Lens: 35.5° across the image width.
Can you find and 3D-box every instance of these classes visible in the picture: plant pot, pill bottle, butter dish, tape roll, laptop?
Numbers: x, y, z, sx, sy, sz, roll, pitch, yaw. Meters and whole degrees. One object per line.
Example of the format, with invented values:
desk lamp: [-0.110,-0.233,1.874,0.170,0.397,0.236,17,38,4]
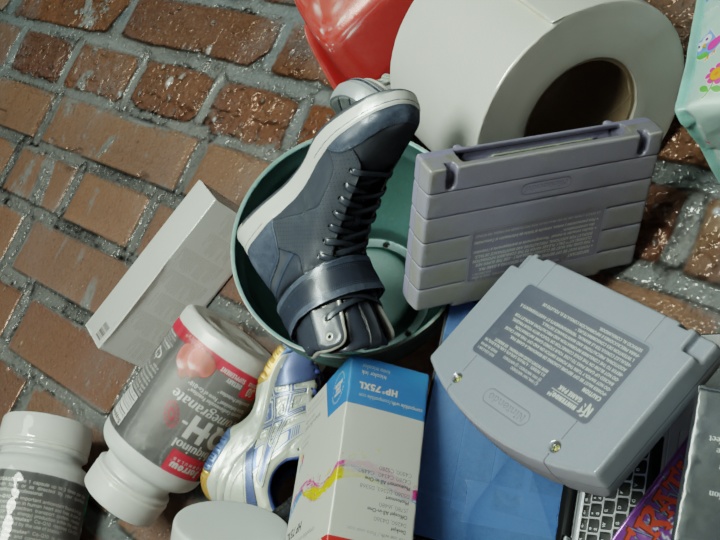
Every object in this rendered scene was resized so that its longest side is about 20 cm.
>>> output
plant pot: [0.000,0.000,0.973,0.198,0.134,0.202,-3,67,7]
pill bottle: [-0.116,0.298,0.905,0.113,0.113,0.202,21,106,44]
butter dish: [0.004,-0.293,1.145,0.199,0.148,0.201,-41,48,16]
tape roll: [0.142,-0.155,0.920,0.203,0.202,0.139,-47,45,9]
laptop: [0.157,0.120,0.817,0.199,0.116,0.189,-6,64,44]
pill bottle: [-0.341,0.255,1.151,0.112,0.113,0.202,-10,62,36]
pill bottle: [-0.178,0.143,1.088,0.201,0.111,0.111,-55,46,3]

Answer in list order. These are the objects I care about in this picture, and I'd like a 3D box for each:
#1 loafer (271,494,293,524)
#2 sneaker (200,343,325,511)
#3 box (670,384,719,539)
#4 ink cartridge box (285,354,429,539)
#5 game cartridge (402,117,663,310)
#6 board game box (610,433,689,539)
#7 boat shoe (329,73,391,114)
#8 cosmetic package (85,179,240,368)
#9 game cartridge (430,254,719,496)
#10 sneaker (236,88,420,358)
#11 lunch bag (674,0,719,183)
loafer: [-0.026,0.204,0.964,0.200,0.068,0.071,-31,43,17]
sneaker: [-0.061,0.139,1.035,0.088,0.075,0.201,27,80,19]
box: [0.258,0.185,0.665,0.147,0.107,0.202,10,79,20]
ink cartridge box: [-0.008,0.180,0.839,0.116,0.067,0.201,127,155,-56]
game cartridge: [0.129,-0.043,0.854,0.038,0.198,0.130,-122,29,-44]
board game box: [0.241,0.181,0.744,0.120,0.032,0.201,36,90,25]
boat shoe: [0.018,-0.152,1.041,0.073,0.200,0.067,39,86,2]
cosmetic package: [-0.197,0.008,1.197,0.200,0.082,0.051,-50,43,6]
game cartridge: [0.136,0.069,0.770,0.133,0.042,0.200,-51,33,-4]
sneaker: [0.000,-0.023,0.830,0.202,0.077,0.147,-46,59,37]
lunch bag: [0.338,-0.180,0.830,0.169,0.122,0.201,-5,56,40]
